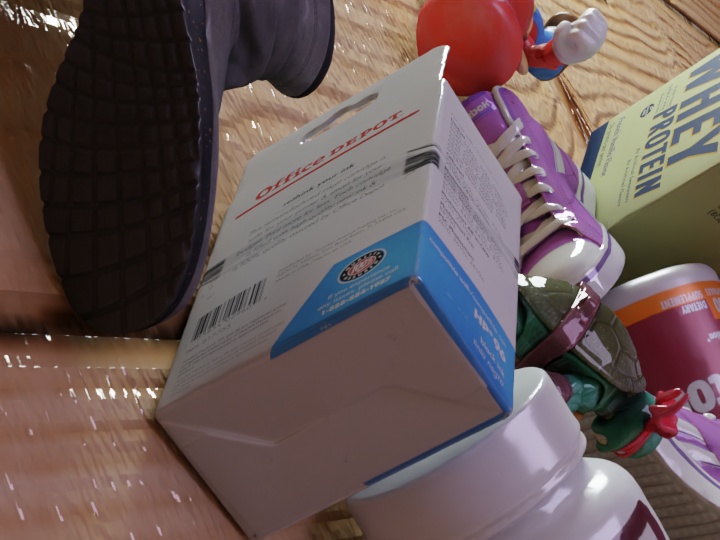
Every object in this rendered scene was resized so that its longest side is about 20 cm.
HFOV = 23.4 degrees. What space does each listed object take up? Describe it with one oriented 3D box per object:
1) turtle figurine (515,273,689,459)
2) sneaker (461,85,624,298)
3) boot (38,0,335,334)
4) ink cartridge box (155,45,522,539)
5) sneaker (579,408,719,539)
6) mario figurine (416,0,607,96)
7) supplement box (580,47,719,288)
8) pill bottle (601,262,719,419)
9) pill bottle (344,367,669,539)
[{"bbox_3d":[0.075,0.044,0.817,0.200,0.101,0.150,44,-2,-4],"label":"turtle figurine"},{"bbox_3d":[0.091,-0.044,1.034,0.115,0.072,0.201,50,13,-20],"label":"sneaker"},{"bbox_3d":[-0.051,-0.076,0.638,0.131,0.069,0.203,8,85,-62],"label":"boot"},{"bbox_3d":[0.000,0.000,0.684,0.068,0.115,0.201,53,23,-22],"label":"ink cartridge box"},{"bbox_3d":[0.180,0.102,0.920,0.200,0.073,0.114,39,41,17],"label":"sneaker"},{"bbox_3d":[0.099,-0.174,1.140,0.200,0.122,0.107,-19,94,-73],"label":"mario figurine"},{"bbox_3d":[0.269,-0.030,1.103,0.200,0.199,0.135,41,44,-18],"label":"supplement box"},{"bbox_3d":[0.196,0.108,1.016,0.113,0.112,0.202,12,53,-64],"label":"pill bottle"},{"bbox_3d":[0.083,0.149,0.696,0.201,0.113,0.114,59,21,-6],"label":"pill bottle"}]
